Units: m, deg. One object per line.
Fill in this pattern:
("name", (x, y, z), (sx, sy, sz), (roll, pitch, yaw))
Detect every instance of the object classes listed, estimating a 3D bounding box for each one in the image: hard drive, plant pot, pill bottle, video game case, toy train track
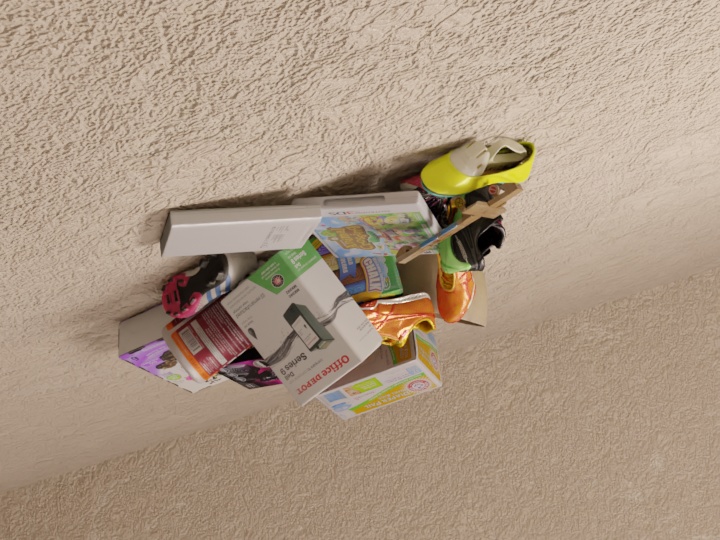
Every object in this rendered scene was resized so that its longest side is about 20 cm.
("hard drive", (-0.162, -0.053, 1.408), (0.197, 0.027, 0.132), (-4, 164, -18))
("plant pot", (0.133, 0.010, 1.820), (0.197, 0.137, 0.200), (12, 177, 1))
("pill bottle", (-0.209, 0.078, 1.676), (0.199, 0.110, 0.110), (-37, 169, -4))
("video game case", (0.019, -0.061, 1.490), (0.179, 0.022, 0.200), (-2, 161, 17))
("toy train track", (0.128, -0.071, 1.425), (0.199, 0.033, 0.114), (-32, 164, 24))

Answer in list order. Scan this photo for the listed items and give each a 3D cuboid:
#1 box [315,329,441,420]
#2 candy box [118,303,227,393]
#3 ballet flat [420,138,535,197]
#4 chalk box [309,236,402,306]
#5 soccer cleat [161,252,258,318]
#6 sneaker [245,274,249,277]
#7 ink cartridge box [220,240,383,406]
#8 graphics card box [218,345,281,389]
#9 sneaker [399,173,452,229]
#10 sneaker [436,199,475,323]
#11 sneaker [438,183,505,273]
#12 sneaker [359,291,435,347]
("box", (0.026, 0.161, 1.793), (0.198, 0.103, 0.112), (-22, 142, 20))
("candy box", (-0.294, 0.130, 1.841), (0.166, 0.072, 0.200), (-23, 145, 25))
("ballet flat", (0.165, -0.148, 1.433), (0.198, 0.067, 0.067), (-10, 146, -39))
("chalk box", (0.000, 0.000, 1.686), (0.197, 0.126, 0.125), (-16, 168, 0))
("soccer cleat", (-0.229, 0.022, 1.608), (0.086, 0.071, 0.199), (-5, 163, -42))
("sneaker", (-0.174, 0.046, 1.790), (0.197, 0.079, 0.079), (-9, 175, -31))
("ink cartridge box", (-0.085, 0.075, 1.552), (0.146, 0.201, 0.084), (-38, -179, 32))
("graphics card box", (-0.137, 0.145, 1.749), (0.197, 0.052, 0.125), (-11, 153, 26))
("sneaker", (0.104, -0.095, 1.524), (0.079, 0.076, 0.200), (-16, 167, 0))
("sneaker", (0.143, -0.017, 1.664), (0.072, 0.203, 0.077), (13, -166, 39))
("sneaker", (0.176, -0.065, 1.532), (0.083, 0.201, 0.077), (10, 140, 18))
("sneaker", (0.035, 0.085, 1.638), (0.197, 0.078, 0.073), (-10, 169, -25))
